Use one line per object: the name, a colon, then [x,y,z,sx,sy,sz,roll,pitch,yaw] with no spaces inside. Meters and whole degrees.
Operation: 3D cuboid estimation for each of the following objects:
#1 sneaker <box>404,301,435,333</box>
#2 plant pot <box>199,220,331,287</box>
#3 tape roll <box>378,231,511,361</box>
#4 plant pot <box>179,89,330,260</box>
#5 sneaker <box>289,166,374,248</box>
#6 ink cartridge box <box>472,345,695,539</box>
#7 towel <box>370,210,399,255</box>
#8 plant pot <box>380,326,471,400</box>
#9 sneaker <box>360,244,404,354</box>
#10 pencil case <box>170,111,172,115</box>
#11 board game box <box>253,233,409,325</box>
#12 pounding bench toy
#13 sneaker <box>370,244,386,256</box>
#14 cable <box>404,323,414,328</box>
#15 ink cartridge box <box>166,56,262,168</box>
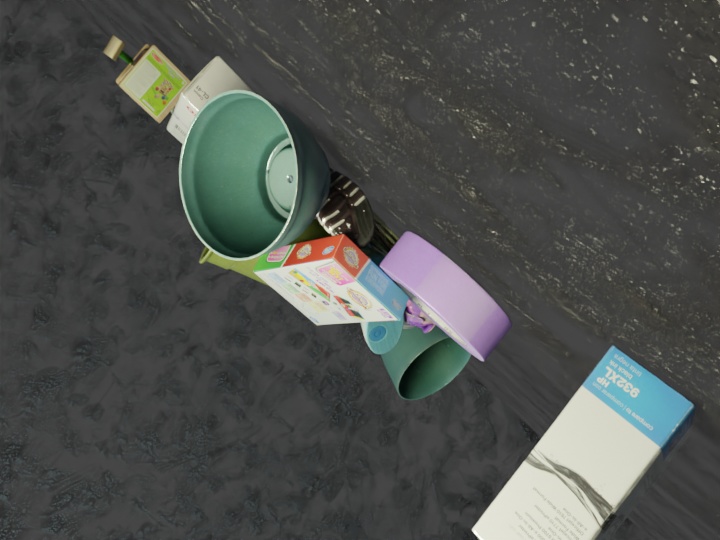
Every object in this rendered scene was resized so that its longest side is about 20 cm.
sneaker: [0.101,0.050,1.197,0.080,0.089,0.200,40,176,37]
plant pot: [-0.137,-0.051,1.143,0.187,0.203,0.200,32,180,-15]
tape roll: [0.117,0.036,0.969,0.199,0.066,0.200,43,177,3]
plant pot: [-0.120,-0.120,0.895,0.199,0.203,0.133,40,-156,23]
sneaker: [-0.045,-0.094,1.016,0.201,0.075,0.116,51,167,22]
ink cartridge box: [0.203,0.188,0.616,0.083,0.201,0.145,38,177,31]
towel: [0.003,-0.081,1.108,0.148,0.037,0.199,43,177,-37]
plant pot: [0.127,0.159,1.542,0.162,0.199,0.201,53,-175,36]
sneaker: [0.016,0.036,1.206,0.131,0.077,0.205,-129,27,-57]
pencil case: [-0.632,-0.574,2.221,0.199,0.079,0.089,42,-161,17]
board game box: [-0.046,0.020,1.015,0.197,0.041,0.153,-7,139,47]
pounding bench toy: [-0.529,-0.481,1.656,0.200,0.125,0.156,43,177,-30]
sneaker: [0.000,0.000,1.285,0.201,0.110,0.074,51,171,38]
cable: [0.047,0.042,1.393,0.197,0.070,0.200,32,-164,9]
ink cartridge box: [-0.208,-0.218,1.052,0.147,0.086,0.199,43,162,-16]
